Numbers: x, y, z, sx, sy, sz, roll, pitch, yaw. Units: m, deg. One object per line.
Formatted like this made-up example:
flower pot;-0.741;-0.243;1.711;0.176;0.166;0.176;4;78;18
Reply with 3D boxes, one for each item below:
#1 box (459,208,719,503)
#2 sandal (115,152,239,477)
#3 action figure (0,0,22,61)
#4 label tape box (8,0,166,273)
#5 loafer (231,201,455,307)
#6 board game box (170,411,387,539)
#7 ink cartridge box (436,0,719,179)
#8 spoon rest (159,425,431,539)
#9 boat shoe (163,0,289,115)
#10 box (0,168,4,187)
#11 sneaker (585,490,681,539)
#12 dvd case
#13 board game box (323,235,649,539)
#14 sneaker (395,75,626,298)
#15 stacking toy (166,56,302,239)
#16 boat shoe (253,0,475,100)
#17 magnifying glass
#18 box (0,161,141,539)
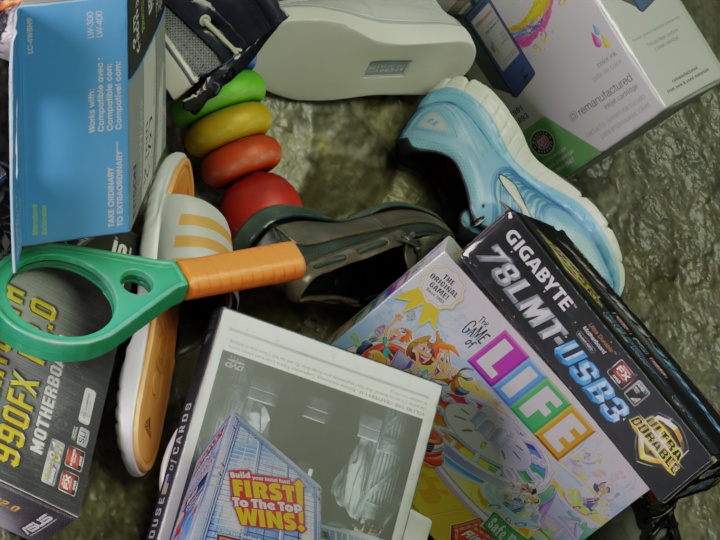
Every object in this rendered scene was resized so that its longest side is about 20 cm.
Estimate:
box;0.158;0.055;1.668;0.200;0.050;0.198;51;11;12
sandal;-0.103;0.029;1.590;0.059;0.079;0.208;2;64;9
action figure;-0.251;-0.199;1.586;0.200;0.105;0.194;-22;71;-48
label tape box;-0.154;-0.100;1.503;0.066;0.144;0.200;3;24;2
loafer;0.000;0.000;1.684;0.199;0.072;0.063;0;36;-50
board game box;-0.037;0.186;1.458;0.199;0.062;0.201;16;50;-20
ink cartridge box;0.140;-0.179;1.871;0.087;0.145;0.201;-27;86;-44
spoon rest;-0.034;0.141;1.594;0.199;0.060;0.100;20;73;-33
boat shoe;-0.126;-0.202;1.623;0.200;0.093;0.075;54;3;-8
box;-0.319;-0.062;1.435;0.200;0.048;0.158;41;51;4
sneaker;0.182;0.176;1.751;0.074;0.079;0.201;-22;83;-47
dvd case;-0.045;0.140;1.553;0.150;0.025;0.201;20;76;-19
board game box;0.071;0.096;1.664;0.200;0.134;0.034;47;18;-8
sneaker;0.097;-0.033;1.817;0.200;0.078;0.090;47;58;1
stacking toy;-0.092;-0.104;1.690;0.085;0.085;0.201;-14;83;-44
boat shoe;-0.010;-0.165;1.797;0.199;0.072;0.069;-6;49;-35
magnifying glass;-0.123;0.009;1.524;0.199;0.022;0.080;-9;50;-32
box;-0.218;0.034;1.515;0.158;0.048;0.201;30;50;-25
